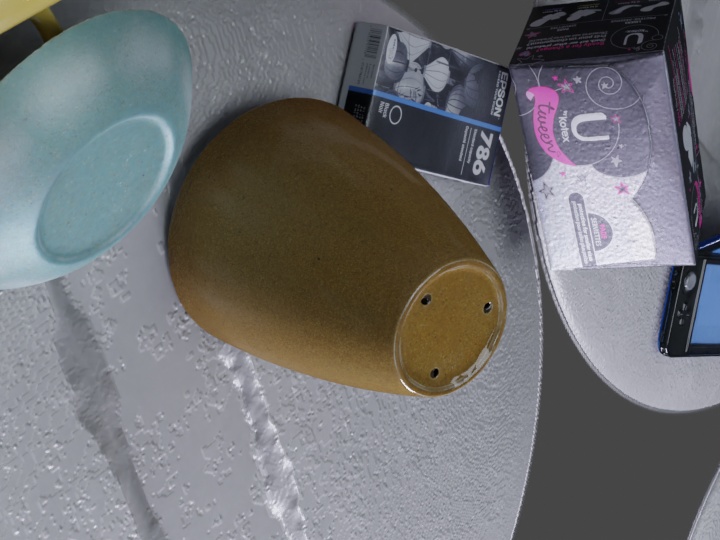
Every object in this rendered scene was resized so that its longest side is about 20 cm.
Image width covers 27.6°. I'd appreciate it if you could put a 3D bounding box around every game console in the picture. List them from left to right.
[{"bbox_3d":[0.417,0.016,1.517,0.199,0.118,0.172,3,100,-47],"label":"game console"}]

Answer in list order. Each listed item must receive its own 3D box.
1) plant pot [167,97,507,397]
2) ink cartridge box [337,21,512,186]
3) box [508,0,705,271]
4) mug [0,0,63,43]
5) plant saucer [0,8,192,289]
[{"bbox_3d":[0.000,0.000,0.979,0.185,0.200,0.188,-16,119,-32],"label":"plant pot"},{"bbox_3d":[0.063,-0.125,1.153,0.199,0.039,0.100,7,96,-48],"label":"ink cartridge box"},{"bbox_3d":[0.209,-0.112,1.224,0.115,0.131,0.201,-64,145,-52],"label":"box"},{"bbox_3d":[-0.224,-0.155,0.756,0.153,0.149,0.187,-44,109,-19],"label":"mug"},{"bbox_3d":[-0.161,-0.058,0.863,0.201,0.039,0.202,-43,159,-21],"label":"plant saucer"}]
